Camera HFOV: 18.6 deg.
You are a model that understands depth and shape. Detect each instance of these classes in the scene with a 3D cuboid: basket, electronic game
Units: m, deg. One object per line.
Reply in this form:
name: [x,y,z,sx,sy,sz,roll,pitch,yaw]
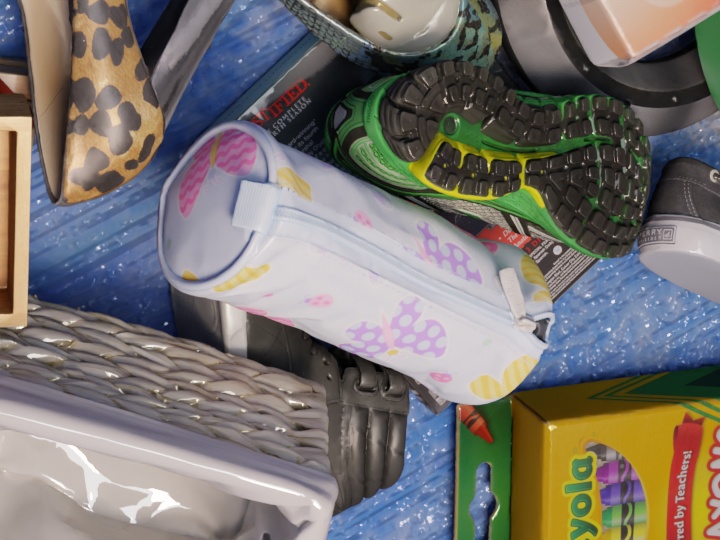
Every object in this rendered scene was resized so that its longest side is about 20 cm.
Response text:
basket: [-0.119,0.101,1.006,0.200,0.123,0.136,16,116,-6]
electronic game: [0.150,-0.167,1.117,0.200,0.042,0.200,-9,109,-28]

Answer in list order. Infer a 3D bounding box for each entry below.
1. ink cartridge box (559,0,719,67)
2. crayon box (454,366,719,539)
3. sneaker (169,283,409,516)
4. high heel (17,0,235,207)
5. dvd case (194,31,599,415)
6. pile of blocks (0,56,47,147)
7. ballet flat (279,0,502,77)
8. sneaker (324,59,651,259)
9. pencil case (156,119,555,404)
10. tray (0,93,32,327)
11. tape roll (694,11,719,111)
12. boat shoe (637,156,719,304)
ink cartridge box: [0.135,-0.219,1.011,0.162,0.050,0.200,-32,103,-17]
crayon box: [0.150,0.125,1.192,0.200,0.051,0.127,-7,108,-19]
sneaker: [-0.032,0.039,1.096,0.099,0.071,0.200,-19,115,-20]
high heel: [-0.156,-0.129,0.969,0.200,0.071,0.143,35,73,-21]
dvd case: [0.030,-0.042,1.119,0.146,0.022,0.200,-44,117,-5]
pile of blocks: [-0.225,-0.096,0.979,0.200,0.062,0.082,33,92,-26]
ballet flat: [-0.011,-0.146,1.030,0.200,0.074,0.074,30,93,-18]
sneaker: [0.069,-0.058,1.082,0.200,0.085,0.078,20,80,-40]
pencil case: [0.000,0.000,1.022,0.200,0.091,0.083,24,94,-38]
tray: [-0.244,-0.025,0.945,0.200,0.037,0.099,-1,113,-14]
tape roll: [0.263,-0.145,1.136,0.200,0.048,0.201,-8,105,-31]
boat shoe: [0.227,-0.006,1.186,0.200,0.070,0.066,23,70,-32]
